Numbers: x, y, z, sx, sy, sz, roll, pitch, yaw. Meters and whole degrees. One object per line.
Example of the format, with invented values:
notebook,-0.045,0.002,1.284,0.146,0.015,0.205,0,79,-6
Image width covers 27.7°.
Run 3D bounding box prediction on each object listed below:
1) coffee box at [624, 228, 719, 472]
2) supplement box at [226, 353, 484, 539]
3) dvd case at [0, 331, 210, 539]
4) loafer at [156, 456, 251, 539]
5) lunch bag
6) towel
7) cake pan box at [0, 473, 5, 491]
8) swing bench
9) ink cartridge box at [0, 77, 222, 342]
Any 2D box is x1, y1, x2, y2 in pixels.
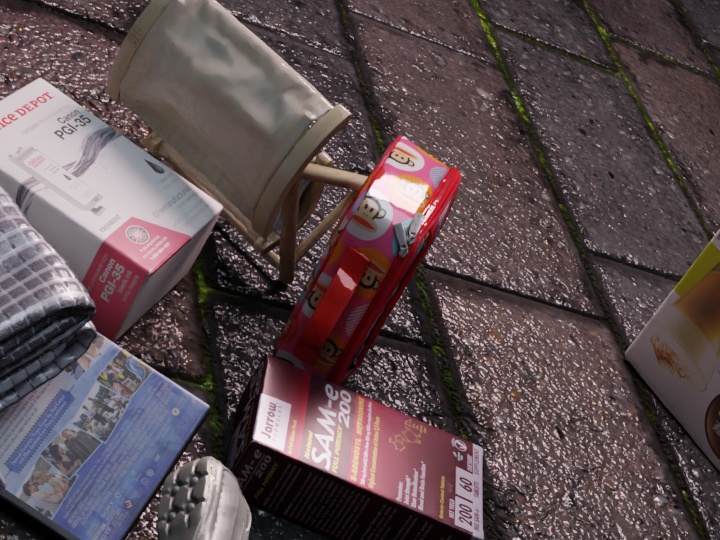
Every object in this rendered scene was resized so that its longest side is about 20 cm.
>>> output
coffee box,0.435,0.083,1.493,0.199,0.199,0.200,-7,49,-43
supplement box,-0.002,0.155,1.144,0.198,0.061,0.109,24,33,-12
dvd case,-0.223,0.097,1.018,0.199,0.018,0.143,33,56,0
loafer,-0.106,0.216,0.961,0.070,0.069,0.201,47,35,-32
lunch bag,0.000,0.000,1.224,0.081,0.201,0.176,31,34,2
towel,-0.299,0.025,0.971,0.199,0.086,0.166,-32,66,-27
cake pan box,-0.332,0.107,0.828,0.199,0.053,0.184,-35,57,-20
swing bench,-0.106,-0.120,1.277,0.199,0.130,0.200,43,-5,17
ink cartridge box,-0.236,-0.053,1.200,0.199,0.083,0.147,35,32,3
